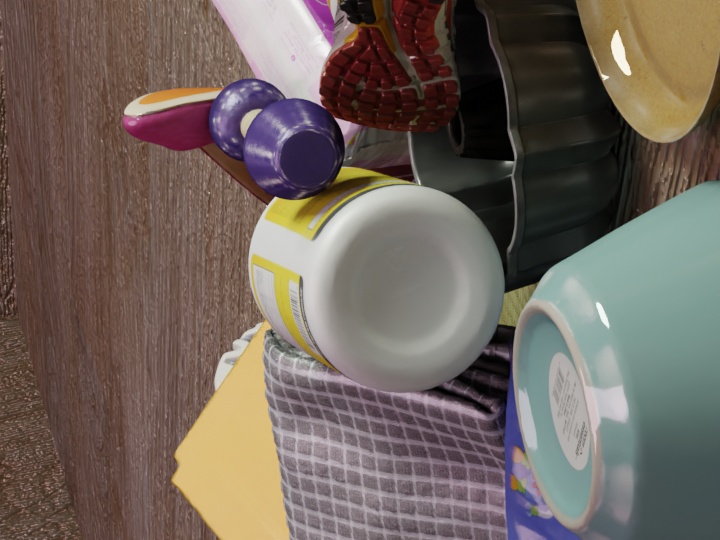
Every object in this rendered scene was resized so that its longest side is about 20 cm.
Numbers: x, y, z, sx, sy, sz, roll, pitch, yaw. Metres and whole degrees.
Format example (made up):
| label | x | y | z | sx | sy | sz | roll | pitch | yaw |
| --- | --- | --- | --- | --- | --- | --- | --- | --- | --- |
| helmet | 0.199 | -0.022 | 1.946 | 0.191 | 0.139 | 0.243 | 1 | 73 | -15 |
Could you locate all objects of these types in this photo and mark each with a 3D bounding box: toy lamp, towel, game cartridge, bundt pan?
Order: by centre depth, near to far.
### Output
| label | x | y | z | sx | sy | sz | roll | pitch | yaw |
| --- | --- | --- | --- | --- | --- | --- | --- | --- | --- |
| bundt pan | 0.087 | -0.085 | 1.370 | 0.202 | 0.076 | 0.202 | 170 | 90 | -75 |
| toy lamp | -0.046 | -0.075 | 1.387 | 0.200 | 0.058 | 0.058 | -134 | 37 | -75 |
| towel | 0.037 | 0.115 | 1.471 | 0.200 | 0.086 | 0.166 | 9 | 118 | 35 |
| game cartridge | -0.024 | 0.141 | 1.649 | 0.200 | 0.032 | 0.176 | 47 | 118 | 24 |

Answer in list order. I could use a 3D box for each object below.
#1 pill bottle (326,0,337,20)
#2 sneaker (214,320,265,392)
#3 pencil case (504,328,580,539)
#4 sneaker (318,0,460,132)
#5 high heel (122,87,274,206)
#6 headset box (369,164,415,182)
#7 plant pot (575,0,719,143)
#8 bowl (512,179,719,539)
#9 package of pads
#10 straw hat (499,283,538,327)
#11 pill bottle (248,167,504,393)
| label | x | y | z | sx | sy | sz | roll | pitch | yaw |
| --- | --- | --- | --- | --- | --- | --- | --- | --- | --- |
| pill bottle | 0.012 | -0.236 | 1.492 | 0.112 | 0.112 | 0.200 | 101 | 156 | -53 |
| sneaker | -0.019 | 0.031 | 1.745 | 0.088 | 0.200 | 0.080 | -11 | 130 | 46 |
| pencil case | 0.123 | 0.118 | 1.360 | 0.087 | 0.078 | 0.200 | 22 | 124 | 42 |
| sneaker | 0.023 | -0.145 | 1.318 | 0.200 | 0.078 | 0.082 | 99 | -179 | -55 |
| high heel | -0.081 | -0.068 | 1.550 | 0.200 | 0.067 | 0.096 | -12 | -77 | -62 |
| headset box | 0.011 | -0.082 | 1.662 | 0.149 | 0.077 | 0.200 | 112 | 145 | -64 |
| plant pot | 0.146 | -0.162 | 1.195 | 0.200 | 0.027 | 0.200 | 172 | 90 | -75 |
| bowl | 0.141 | 0.062 | 1.201 | 0.201 | 0.105 | 0.201 | 171 | 90 | -77 |
| package of pads | -0.016 | -0.153 | 1.538 | 0.076 | 0.120 | 0.200 | -51 | 60 | 38 |
| straw hat | 0.059 | 0.062 | 1.551 | 0.201 | 0.085 | 0.201 | 170 | 90 | -76 |
| pill bottle | 0.000 | 0.000 | 1.383 | 0.200 | 0.112 | 0.112 | -155 | 57 | -73 |
